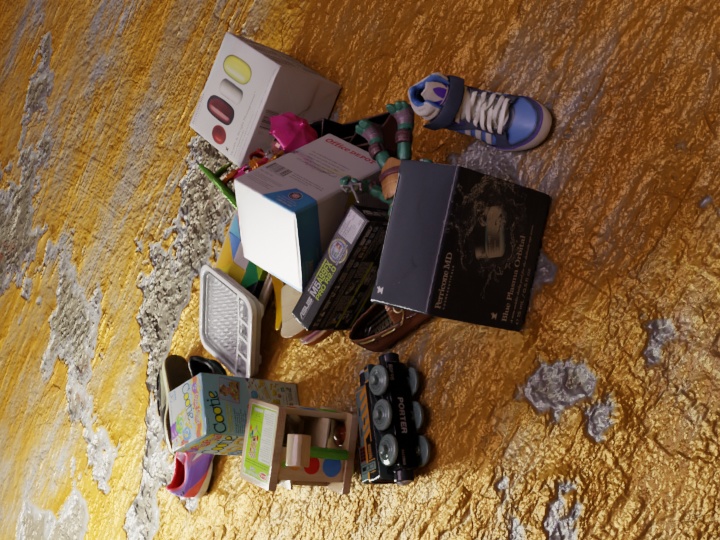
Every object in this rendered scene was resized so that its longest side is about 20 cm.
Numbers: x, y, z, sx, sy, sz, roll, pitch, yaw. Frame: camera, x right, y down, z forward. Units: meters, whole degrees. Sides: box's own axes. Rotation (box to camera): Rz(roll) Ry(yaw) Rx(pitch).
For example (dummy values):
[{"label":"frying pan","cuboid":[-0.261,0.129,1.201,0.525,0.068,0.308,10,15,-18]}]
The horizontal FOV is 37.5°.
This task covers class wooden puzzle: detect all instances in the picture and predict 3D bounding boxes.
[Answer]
[{"label":"wooden puzzle","cuboid":[-0.209,-0.025,1.964,0.200,0.037,0.187,34,107,47]}]

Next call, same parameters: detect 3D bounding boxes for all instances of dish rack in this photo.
[{"label":"dish rack","cuboid":[-0.231,0.093,1.928,0.200,0.043,0.173,33,126,47]}]

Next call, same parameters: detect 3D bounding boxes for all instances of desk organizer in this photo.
[{"label":"desk organizer","cuboid":[-0.016,-0.218,1.760,0.199,0.077,0.073,-6,76,48]}]

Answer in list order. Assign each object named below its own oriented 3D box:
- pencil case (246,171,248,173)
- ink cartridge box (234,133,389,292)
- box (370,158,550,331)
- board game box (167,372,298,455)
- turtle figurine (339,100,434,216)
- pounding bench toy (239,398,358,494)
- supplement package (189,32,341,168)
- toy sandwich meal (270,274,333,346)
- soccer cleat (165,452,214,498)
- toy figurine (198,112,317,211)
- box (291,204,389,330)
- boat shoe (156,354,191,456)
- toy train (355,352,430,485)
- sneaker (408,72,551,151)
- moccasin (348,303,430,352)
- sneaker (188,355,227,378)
[{"label":"pencil case","cuboid":[-0.154,-0.109,1.857,0.088,0.087,0.200,-64,30,15]},{"label":"ink cartridge box","cuboid":[-0.069,-0.094,1.652,0.146,0.199,0.147,30,137,38]},{"label":"box","cuboid":[0.138,-0.031,1.448,0.117,0.199,0.199,13,91,49]},{"label":"board game box","cuboid":[-0.208,0.245,1.774,0.103,0.199,0.106,-31,59,39]},{"label":"turtle figurine","cuboid":[0.045,-0.141,1.553,0.148,0.101,0.202,-16,60,18]},{"label":"pounding bench toy","cuboid":[-0.072,0.275,1.624,0.200,0.155,0.126,-1,81,64]},{"label":"supplement package","cuboid":[-0.174,-0.292,1.904,0.200,0.146,0.193,38,109,45]},{"label":"toy sandwich meal","cuboid":[-0.093,0.027,1.793,0.204,0.070,0.208,-14,70,46]},{"label":"soccer cleat","cuboid":[-0.301,0.322,1.957,0.068,0.073,0.202,19,94,50]},{"label":"toy figurine","cuboid":[-0.149,-0.176,1.748,0.184,0.150,0.200,-43,5,-3]},{"label":"box","cuboid":[0.000,0.000,1.625,0.044,0.159,0.201,42,113,30]},{"label":"boat shoe","cuboid":[-0.354,0.265,2.043,0.065,0.073,0.202,-39,50,49]},{"label":"toy train","cuboid":[0.039,0.228,1.594,0.114,0.084,0.202,-35,56,49]},{"label":"sneaker","cuboid":[0.156,-0.229,1.514,0.199,0.146,0.081,22,98,49]},{"label":"moccasin","cuboid":[0.056,0.051,1.613,0.201,0.077,0.074,-38,55,37]},{"label":"sneaker","cuboid":[-0.256,0.234,1.900,0.075,0.079,0.201,-36,58,-2]}]
